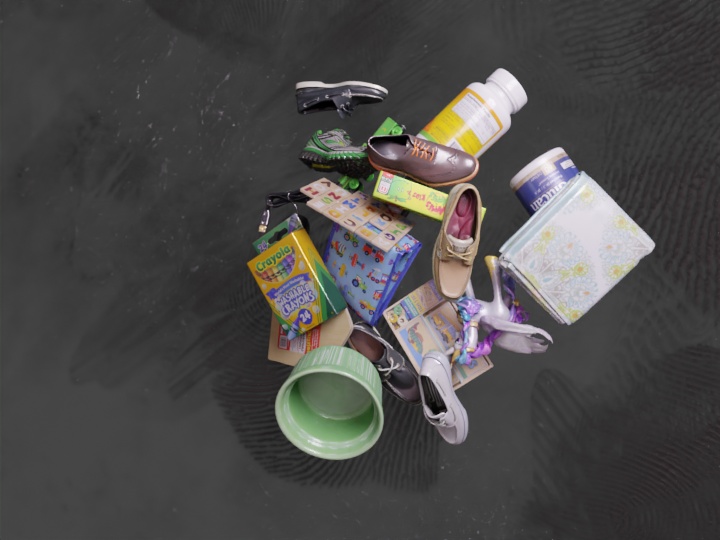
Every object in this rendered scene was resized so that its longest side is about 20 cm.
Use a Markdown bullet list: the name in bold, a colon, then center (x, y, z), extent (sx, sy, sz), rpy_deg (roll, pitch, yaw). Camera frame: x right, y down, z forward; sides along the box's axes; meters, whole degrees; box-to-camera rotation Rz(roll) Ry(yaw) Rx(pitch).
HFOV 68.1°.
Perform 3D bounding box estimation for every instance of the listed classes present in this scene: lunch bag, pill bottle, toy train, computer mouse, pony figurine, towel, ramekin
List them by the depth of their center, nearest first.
- **towel**: center (0.346, -0.031, 0.872), extent (0.171, 0.048, 0.200), rpy_deg (43, 101, -4)
- **pill bottle**: center (0.364, -0.105, 0.944), extent (0.110, 0.111, 0.202), rpy_deg (-33, 80, 8)
- **pony figurine**: center (0.240, 0.081, 0.953), extent (0.190, 0.167, 0.203), rpy_deg (0, 69, 17)
- **ramekin**: center (-0.051, 0.239, 0.986), extent (0.196, 0.098, 0.203), rpy_deg (3, 115, 7)
- **pill bottle**: center (0.207, -0.273, 0.992), extent (0.200, 0.111, 0.111), rpy_deg (-42, 79, 6)
- **lunch bag**: center (0.000, 0.000, 1.015), extent (0.150, 0.094, 0.202), rpy_deg (36, 118, 19)
- **toy train**: center (0.013, -0.219, 1.070), extent (0.056, 0.042, 0.201), rpy_deg (43, 96, 22)
- **computer mouse**: center (-0.161, -0.070, 1.072), extent (0.138, 0.046, 0.204), rpy_deg (2, 84, 32)

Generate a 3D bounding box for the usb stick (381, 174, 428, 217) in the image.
- **usb stick**: center (0.075, -0.129, 1.052), extent (0.055, 0.033, 0.201), rpy_deg (37, 94, 6)

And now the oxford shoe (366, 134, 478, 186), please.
- **oxford shoe**: center (0.104, -0.192, 0.914), extent (0.196, 0.073, 0.072), rpy_deg (9, 83, 12)

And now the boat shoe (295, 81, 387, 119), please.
- **boat shoe**: center (-0.042, -0.339, 1.072), extent (0.196, 0.074, 0.067), rpy_deg (7, 90, 13)

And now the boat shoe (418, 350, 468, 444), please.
- **boat shoe**: center (0.138, 0.243, 0.953), extent (0.073, 0.067, 0.203), rpy_deg (-5, 116, 37)

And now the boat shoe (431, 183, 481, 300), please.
- **boat shoe**: center (0.163, -0.048, 0.902), extent (0.073, 0.066, 0.204), rpy_deg (5, 94, 2)

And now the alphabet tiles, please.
- **alphabet tiles**: center (-0.007, -0.111, 0.972), extent (0.198, 0.167, 0.008), rpy_deg (31, 119, 10)

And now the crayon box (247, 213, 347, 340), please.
- **crayon box**: center (-0.128, 0.013, 1.001), extent (0.125, 0.051, 0.202), rpy_deg (-30, 89, 28)

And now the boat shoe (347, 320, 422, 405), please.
- **boat shoe**: center (0.046, 0.181, 1.020), extent (0.072, 0.068, 0.200), rpy_deg (-44, 80, 4)

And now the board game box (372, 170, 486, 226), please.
- **board game box**: center (0.122, -0.124, 0.983), extent (0.197, 0.102, 0.048), rpy_deg (20, 95, 0)

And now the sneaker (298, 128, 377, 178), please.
- **sneaker**: center (-0.037, -0.238, 1.037), extent (0.198, 0.078, 0.086), rpy_deg (18, 82, 37)

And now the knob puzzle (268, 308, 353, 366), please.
- **knob puzzle**: center (-0.093, 0.102, 1.055), extent (0.217, 0.030, 0.224), rpy_deg (-3, 84, 33)

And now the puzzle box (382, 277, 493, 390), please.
- **puzzle box**: center (0.147, 0.130, 1.021), extent (0.132, 0.025, 0.202), rpy_deg (-33, 80, 8)
